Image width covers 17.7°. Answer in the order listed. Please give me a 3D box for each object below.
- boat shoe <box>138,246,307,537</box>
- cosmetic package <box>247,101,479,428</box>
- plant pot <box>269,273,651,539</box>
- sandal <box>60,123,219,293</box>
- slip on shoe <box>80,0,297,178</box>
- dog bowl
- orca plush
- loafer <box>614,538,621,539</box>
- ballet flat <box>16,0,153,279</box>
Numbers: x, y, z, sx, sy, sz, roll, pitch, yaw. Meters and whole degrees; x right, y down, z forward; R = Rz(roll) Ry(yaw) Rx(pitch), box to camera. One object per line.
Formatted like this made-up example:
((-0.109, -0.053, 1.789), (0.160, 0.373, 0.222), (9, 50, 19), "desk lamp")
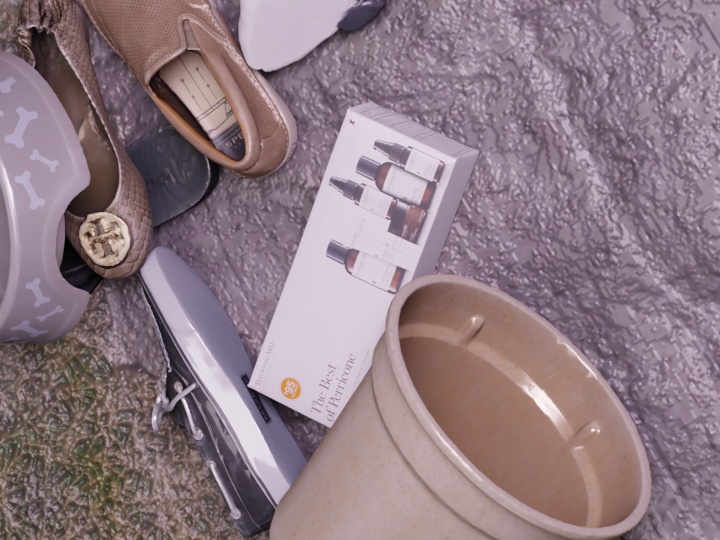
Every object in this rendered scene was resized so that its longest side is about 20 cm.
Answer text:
((-0.104, 0.083, 1.540), (0.068, 0.074, 0.200), (-31, 91, 16), "boat shoe")
((0.000, 0.000, 1.496), (0.082, 0.051, 0.201), (25, 108, 17), "cosmetic package")
((0.046, 0.137, 1.434), (0.201, 0.200, 0.184), (47, 120, 8), "plant pot")
((-0.185, -0.034, 1.566), (0.200, 0.048, 0.076), (-37, 84, 24), "sandal")
((-0.123, -0.141, 1.515), (0.076, 0.061, 0.200), (-40, 83, 23), "slip on shoe")
((-0.254, -0.043, 1.541), (0.200, 0.058, 0.201), (20, 116, 46), "dog bowl")
((-0.033, -0.216, 1.449), (0.104, 0.071, 0.201), (0, 141, -9), "orca plush")
((0.175, 0.249, 1.458), (0.076, 0.068, 0.200), (-42, 83, 23), "loafer")
((-0.188, -0.091, 1.523), (0.067, 0.046, 0.201), (-16, 86, 16), "ballet flat")
